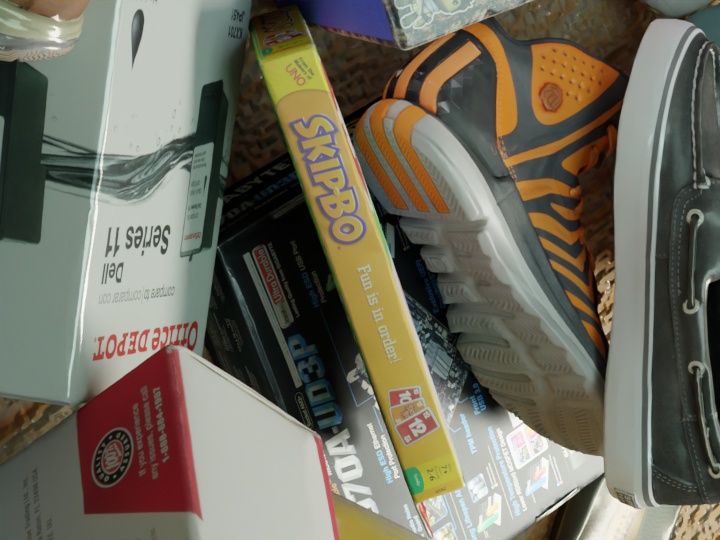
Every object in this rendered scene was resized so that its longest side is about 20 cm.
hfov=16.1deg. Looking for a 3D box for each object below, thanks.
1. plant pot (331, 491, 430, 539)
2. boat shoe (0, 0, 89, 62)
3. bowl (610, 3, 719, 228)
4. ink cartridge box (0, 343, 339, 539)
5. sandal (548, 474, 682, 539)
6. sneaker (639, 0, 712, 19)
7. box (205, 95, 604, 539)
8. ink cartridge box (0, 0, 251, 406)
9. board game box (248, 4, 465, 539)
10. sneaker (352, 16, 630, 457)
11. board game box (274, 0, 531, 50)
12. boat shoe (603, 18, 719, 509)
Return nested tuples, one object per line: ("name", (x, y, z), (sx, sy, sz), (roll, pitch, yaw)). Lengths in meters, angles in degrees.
("plant pot", (-0.027, 0.185, 0.991), (0.201, 0.201, 0.189), (32, 82, -35))
("boat shoe", (-0.161, -0.150, 0.828), (0.200, 0.076, 0.072), (36, 111, 0))
("bowl", (0.184, -0.043, 1.150), (0.201, 0.105, 0.201), (-24, 119, -54))
("ink cartridge box", (-0.101, 0.143, 0.870), (0.200, 0.148, 0.086), (-36, 133, 25))
("sandal", (0.112, 0.173, 1.186), (0.082, 0.055, 0.200), (30, 80, -36))
("sneaker", (0.163, -0.212, 1.153), (0.116, 0.074, 0.200), (36, 87, -36))
("box", (0.020, 0.035, 1.100), (0.159, 0.046, 0.200), (-33, 116, -27))
("ink cartridge box", (-0.104, -0.056, 0.932), (0.147, 0.083, 0.200), (-9, 108, -74))
("board game box", (0.000, 0.000, 0.992), (0.030, 0.096, 0.200), (-17, 106, -1))
("sneaker", (0.083, -0.021, 1.061), (0.112, 0.078, 0.200), (-47, 127, -27))
("board game box", (0.064, -0.170, 0.993), (0.200, 0.159, 0.097), (-22, 106, -14))
("boat shoe", (0.139, -0.002, 1.034), (0.070, 0.066, 0.200), (20, 75, -68))
